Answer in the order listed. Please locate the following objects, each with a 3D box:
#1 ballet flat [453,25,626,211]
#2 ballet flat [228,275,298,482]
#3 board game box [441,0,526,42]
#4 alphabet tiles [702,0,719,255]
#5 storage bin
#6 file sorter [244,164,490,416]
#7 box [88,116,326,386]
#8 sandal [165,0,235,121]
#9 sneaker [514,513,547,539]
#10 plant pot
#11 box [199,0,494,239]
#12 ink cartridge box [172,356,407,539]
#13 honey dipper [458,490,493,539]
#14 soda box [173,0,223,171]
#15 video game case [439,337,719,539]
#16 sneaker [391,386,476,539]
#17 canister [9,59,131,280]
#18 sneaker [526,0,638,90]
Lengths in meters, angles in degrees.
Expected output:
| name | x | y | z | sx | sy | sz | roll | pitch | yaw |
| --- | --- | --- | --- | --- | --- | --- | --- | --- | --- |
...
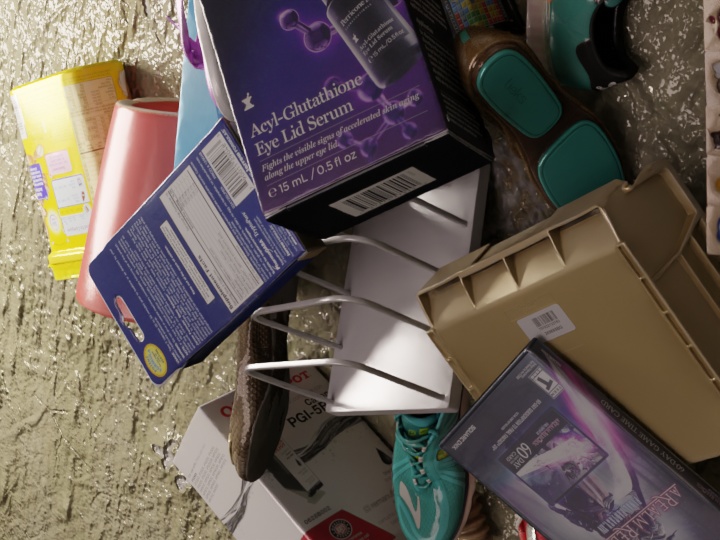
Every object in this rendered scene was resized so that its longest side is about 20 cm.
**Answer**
| name | x | y | z | sx | sy | sz | roll | pitch | yaw |
| --- | --- | --- | --- | --- | --- | --- | --- | --- | --- |
| ballet flat | 0.125 | -0.106 | 0.970 | 0.068 | 0.200 | 0.073 | -42 | 39 | 10 |
| ballet flat | -0.088 | 0.079 | 1.142 | 0.046 | 0.067 | 0.203 | 12 | 107 | 19 |
| board game box | 0.021 | -0.209 | 1.076 | 0.199 | 0.056 | 0.167 | -25 | 89 | 46 |
| alphabet tiles | 0.300 | -0.073 | 0.852 | 0.165 | 0.008 | 0.203 | 2 | 108 | 22 |
| storage bin | 0.171 | 0.047 | 0.967 | 0.199 | 0.094 | 0.199 | -27 | 103 | 47 |
| file sorter | 0.000 | 0.000 | 1.067 | 0.138 | 0.124 | 0.203 | -8 | 67 | 46 |
| box | -0.124 | -0.011 | 1.051 | 0.200 | 0.032 | 0.122 | -40 | 77 | 33 |
| sandal | -0.120 | -0.198 | 1.028 | 0.049 | 0.082 | 0.205 | -18 | 67 | 17 |
| sneaker | 0.153 | 0.186 | 1.082 | 0.201 | 0.086 | 0.074 | 54 | 133 | 14 |
| plant pot | -0.152 | -0.058 | 1.219 | 0.199 | 0.199 | 0.180 | 15 | 106 | 39 |
| box | -0.013 | -0.146 | 0.957 | 0.147 | 0.104 | 0.202 | -24 | 74 | 19 |
| ink cartridge box | -0.050 | 0.192 | 1.239 | 0.200 | 0.146 | 0.083 | 45 | 132 | 20 |
| honey dipper | 0.068 | 0.145 | 1.189 | 0.038 | 0.038 | 0.203 | -18 | 89 | 46 |
| soda box | -0.103 | -0.122 | 1.097 | 0.067 | 0.064 | 0.203 | 6 | 93 | 29 |
| video game case | 0.164 | 0.153 | 0.973 | 0.200 | 0.019 | 0.143 | 41 | 137 | 5 |
| sneaker | 0.051 | 0.136 | 1.133 | 0.077 | 0.079 | 0.203 | 3 | 97 | 23 |
| canister | -0.275 | -0.101 | 1.386 | 0.147 | 0.086 | 0.203 | -6 | 101 | 45 |
| sneaker | 0.156 | -0.222 | 0.933 | 0.079 | 0.071 | 0.202 | 13 | 123 | 39 |
